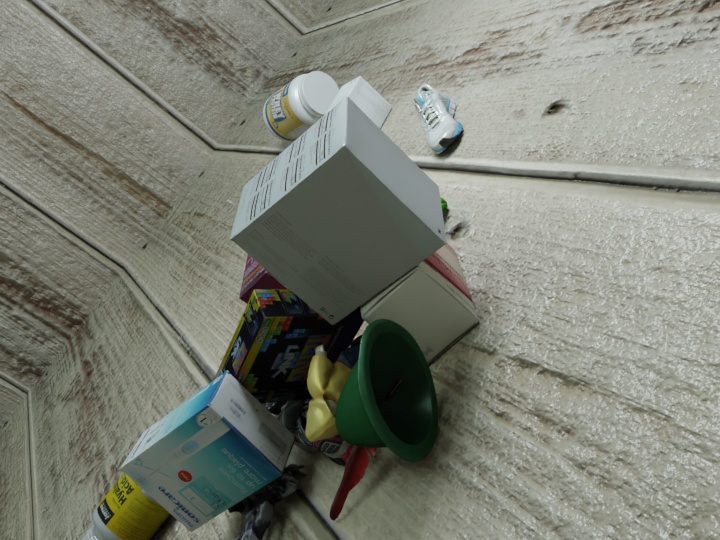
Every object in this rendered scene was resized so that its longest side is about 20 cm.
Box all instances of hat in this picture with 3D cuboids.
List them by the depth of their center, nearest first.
[{"bbox_3d":[-0.017,0.179,1.034,0.176,0.166,0.200,-23,53,31],"label":"hat"}]

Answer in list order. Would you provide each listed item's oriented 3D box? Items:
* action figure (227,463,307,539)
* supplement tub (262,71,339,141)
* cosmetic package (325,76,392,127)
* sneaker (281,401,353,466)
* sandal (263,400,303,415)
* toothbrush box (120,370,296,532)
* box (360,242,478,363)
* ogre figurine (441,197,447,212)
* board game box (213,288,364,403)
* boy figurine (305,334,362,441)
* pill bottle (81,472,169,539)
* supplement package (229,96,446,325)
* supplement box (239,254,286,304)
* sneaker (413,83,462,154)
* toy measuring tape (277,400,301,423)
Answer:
[{"bbox_3d":[-0.141,0.340,1.179,0.130,0.069,0.200,-42,21,36],"label":"action figure"},{"bbox_3d":[-0.159,-0.446,2.270,0.200,0.145,0.145,-20,38,51],"label":"supplement tub"},{"bbox_3d":[-0.024,-0.325,1.890,0.081,0.113,0.200,-13,42,55],"label":"cosmetic package"},{"bbox_3d":[-0.065,0.218,1.207,0.081,0.075,0.200,-59,23,-17],"label":"sneaker"},{"bbox_3d":[-0.111,0.200,1.366,0.200,0.048,0.075,-29,28,18],"label":"sandal"},{"bbox_3d":[-0.217,0.260,1.189,0.200,0.146,0.085,-35,16,27],"label":"toothbrush box"},{"bbox_3d":[0.073,0.015,1.184,0.109,0.128,0.200,-42,25,18],"label":"box"},{"bbox_3d":[0.062,-0.077,1.318,0.120,0.098,0.200,-65,-12,9],"label":"ogre figurine"},{"bbox_3d":[-0.104,0.113,1.210,0.200,0.165,0.057,-62,41,38],"label":"board game box"},{"bbox_3d":[-0.023,0.155,1.126,0.064,0.124,0.200,-40,1,33],"label":"boy figurine"},{"bbox_3d":[-0.399,0.422,1.474,0.200,0.111,0.111,-52,23,-1],"label":"pill bottle"},{"bbox_3d":[-0.027,-0.076,1.096,0.200,0.191,0.147,-36,28,24],"label":"supplement package"},{"bbox_3d":[-0.164,0.003,1.661,0.086,0.110,0.200,-41,25,24],"label":"supplement box"},{"bbox_3d":[0.135,-0.292,1.580,0.075,0.087,0.200,-40,27,21],"label":"sneaker"},{"bbox_3d":[-0.158,0.271,1.310,0.200,0.074,0.074,-59,24,-17],"label":"toy measuring tape"}]
